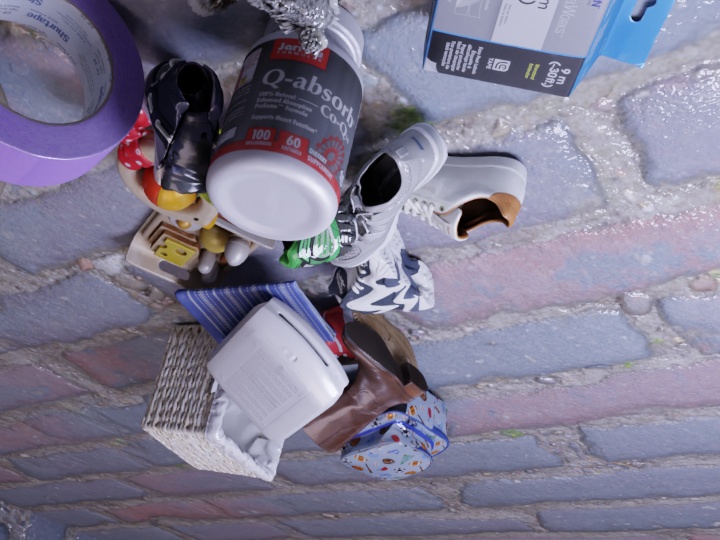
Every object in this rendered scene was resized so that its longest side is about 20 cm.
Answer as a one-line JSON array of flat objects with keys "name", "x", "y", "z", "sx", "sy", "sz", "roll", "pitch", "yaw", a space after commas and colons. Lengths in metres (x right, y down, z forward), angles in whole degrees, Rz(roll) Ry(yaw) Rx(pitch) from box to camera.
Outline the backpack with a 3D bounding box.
[{"name": "backpack", "x": 0.059, "y": 0.263, "z": 1.468, "sx": 0.199, "sy": 0.156, "sz": 0.190, "roll": -20, "pitch": 148, "yaw": 37}]

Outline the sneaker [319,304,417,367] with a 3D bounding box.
[{"name": "sneaker", "x": 0.000, "y": 0.118, "z": 1.312, "sx": 0.111, "sy": 0.072, "sz": 0.200, "roll": -15, "pitch": 133, "yaw": 30}]

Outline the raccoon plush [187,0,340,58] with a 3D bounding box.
[{"name": "raccoon plush", "x": -0.078, "y": -0.217, "z": 0.723, "sx": 0.096, "sy": 0.135, "sz": 0.199, "roll": 27, "pitch": 146, "yaw": -27}]

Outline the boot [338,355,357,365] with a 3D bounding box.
[{"name": "boot", "x": -0.085, "y": 0.162, "z": 1.338, "sx": 0.197, "sy": 0.148, "sz": 0.071, "roll": 13, "pitch": 145, "yaw": -4}]

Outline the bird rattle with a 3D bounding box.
[{"name": "bird rattle", "x": -0.218, "y": -0.109, "z": 0.970, "sx": 0.197, "sy": 0.114, "sz": 0.164, "roll": 15, "pitch": 147, "yaw": -5}]

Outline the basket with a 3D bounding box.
[{"name": "basket", "x": -0.223, "y": 0.211, "z": 1.418, "sx": 0.159, "sy": 0.200, "sz": 0.200, "roll": -1, "pitch": 148, "yaw": 24}]

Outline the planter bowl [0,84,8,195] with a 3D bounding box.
[{"name": "planter bowl", "x": -0.447, "y": -0.169, "z": 0.898, "sx": 0.198, "sy": 0.201, "sz": 0.135, "roll": 24, "pitch": 121, "yaw": -20}]

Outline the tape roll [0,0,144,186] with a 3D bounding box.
[{"name": "tape roll", "x": -0.299, "y": -0.182, "z": 0.791, "sx": 0.199, "sy": 0.202, "sz": 0.065, "roll": 30, "pitch": 145, "yaw": -29}]

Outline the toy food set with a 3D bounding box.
[{"name": "toy food set", "x": -0.216, "y": -0.027, "z": 1.156, "sx": 0.142, "sy": 0.061, "sz": 0.200, "roll": 25, "pitch": 146, "yaw": -23}]

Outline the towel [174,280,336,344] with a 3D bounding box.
[{"name": "towel", "x": -0.147, "y": 0.060, "z": 1.228, "sx": 0.198, "sy": 0.024, "sz": 0.145, "roll": -5, "pitch": 143, "yaw": 25}]

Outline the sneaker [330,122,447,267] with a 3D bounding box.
[{"name": "sneaker", "x": 0.007, "y": -0.076, "z": 0.927, "sx": 0.075, "sy": 0.082, "sz": 0.201, "roll": 47, "pitch": 129, "yaw": 15}]

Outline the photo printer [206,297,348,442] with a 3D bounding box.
[{"name": "photo printer", "x": -0.112, "y": 0.134, "z": 1.191, "sx": 0.167, "sy": 0.069, "sz": 0.200, "roll": 48, "pitch": 140, "yaw": 1}]

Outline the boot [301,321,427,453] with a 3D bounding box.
[{"name": "boot", "x": -0.030, "y": 0.177, "z": 1.257, "sx": 0.199, "sy": 0.065, "sz": 0.186, "roll": -34, "pitch": 125, "yaw": 22}]

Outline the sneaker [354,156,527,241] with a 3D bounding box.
[{"name": "sneaker", "x": 0.078, "y": -0.077, "z": 0.954, "sx": 0.198, "sy": 0.086, "sz": 0.073, "roll": 0, "pitch": 149, "yaw": 25}]

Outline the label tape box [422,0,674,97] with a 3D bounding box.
[{"name": "label tape box", "x": 0.159, "y": -0.217, "z": 0.716, "sx": 0.197, "sy": 0.067, "sz": 0.144, "roll": 12, "pitch": 149, "yaw": 1}]

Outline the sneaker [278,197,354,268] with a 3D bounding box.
[{"name": "sneaker", "x": -0.081, "y": -0.097, "z": 0.900, "sx": 0.085, "sy": 0.202, "sz": 0.078, "roll": -25, "pitch": 178, "yaw": -29}]

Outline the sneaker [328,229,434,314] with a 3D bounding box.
[{"name": "sneaker", "x": 0.000, "y": 0.000, "z": 1.109, "sx": 0.128, "sy": 0.080, "sz": 0.199, "roll": -15, "pitch": 151, "yaw": 23}]

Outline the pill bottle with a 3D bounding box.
[{"name": "pill bottle", "x": -0.060, "y": -0.139, "z": 0.782, "sx": 0.114, "sy": 0.202, "sz": 0.116, "roll": 8, "pitch": 150, "yaw": 5}]

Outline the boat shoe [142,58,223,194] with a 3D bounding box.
[{"name": "boat shoe", "x": -0.161, "y": -0.165, "z": 0.817, "sx": 0.074, "sy": 0.201, "sz": 0.093, "roll": 4, "pitch": 130, "yaw": -24}]
